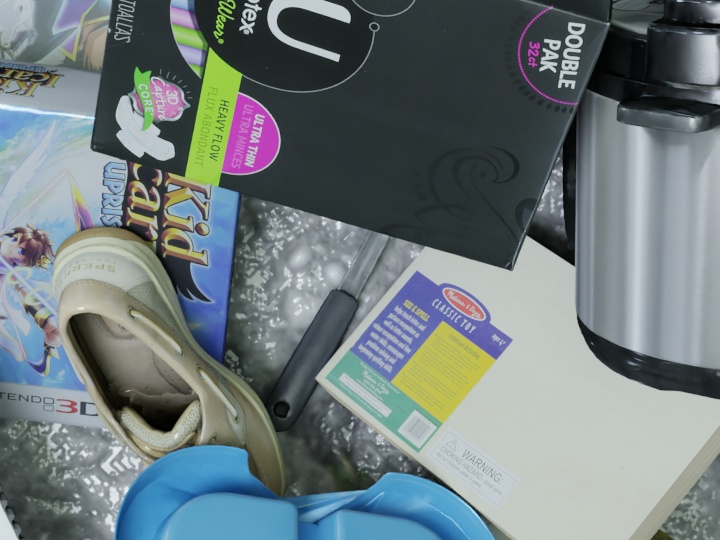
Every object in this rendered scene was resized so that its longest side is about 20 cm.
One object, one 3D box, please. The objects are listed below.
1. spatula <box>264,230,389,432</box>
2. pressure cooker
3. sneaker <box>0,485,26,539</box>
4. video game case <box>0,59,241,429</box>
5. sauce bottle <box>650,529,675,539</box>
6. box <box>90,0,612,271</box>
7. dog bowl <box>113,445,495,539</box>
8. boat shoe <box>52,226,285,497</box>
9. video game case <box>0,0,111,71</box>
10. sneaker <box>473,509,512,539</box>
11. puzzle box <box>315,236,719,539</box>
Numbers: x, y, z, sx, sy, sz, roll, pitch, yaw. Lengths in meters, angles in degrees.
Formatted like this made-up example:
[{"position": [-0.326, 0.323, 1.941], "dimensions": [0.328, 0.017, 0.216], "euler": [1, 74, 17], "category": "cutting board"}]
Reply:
[{"position": [0.000, 0.000, 0.927], "dimensions": [0.056, 0.021, 0.201], "euler": [28, 89, 3], "category": "spatula"}, {"position": [0.185, -0.058, 0.771], "dimensions": [0.178, 0.176, 0.201], "euler": [-3, 109, -5], "category": "pressure cooker"}, {"position": [-0.230, 0.103, 0.818], "dimensions": [0.093, 0.070, 0.201], "euler": [-27, 103, -19], "category": "sneaker"}, {"position": [-0.154, -0.008, 0.851], "dimensions": [0.180, 0.046, 0.201], "euler": [6, 127, -4], "category": "video game case"}, {"position": [0.149, 0.166, 0.847], "dimensions": [0.066, 0.200, 0.066], "euler": [0, 88, -2], "category": "sauce bottle"}, {"position": [-0.001, -0.114, 0.741], "dimensions": [0.199, 0.149, 0.125], "euler": [16, 45, -2], "category": "box"}, {"position": [-0.027, 0.152, 0.811], "dimensions": [0.199, 0.050, 0.112], "euler": [10, 53, -18], "category": "dog bowl"}, {"position": [-0.096, 0.071, 0.841], "dimensions": [0.072, 0.065, 0.200], "euler": [-18, 126, 11], "category": "boat shoe"}, {"position": [-0.110, -0.162, 0.920], "dimensions": [0.199, 0.026, 0.182], "euler": [12, 89, -4], "category": "video game case"}, {"position": [0.098, 0.079, 0.908], "dimensions": [0.081, 0.077, 0.201], "euler": [30, 84, 5], "category": "sneaker"}, {"position": [0.087, 0.061, 0.871], "dimensions": [0.200, 0.025, 0.133], "euler": [36, 82, 34], "category": "puzzle box"}]
